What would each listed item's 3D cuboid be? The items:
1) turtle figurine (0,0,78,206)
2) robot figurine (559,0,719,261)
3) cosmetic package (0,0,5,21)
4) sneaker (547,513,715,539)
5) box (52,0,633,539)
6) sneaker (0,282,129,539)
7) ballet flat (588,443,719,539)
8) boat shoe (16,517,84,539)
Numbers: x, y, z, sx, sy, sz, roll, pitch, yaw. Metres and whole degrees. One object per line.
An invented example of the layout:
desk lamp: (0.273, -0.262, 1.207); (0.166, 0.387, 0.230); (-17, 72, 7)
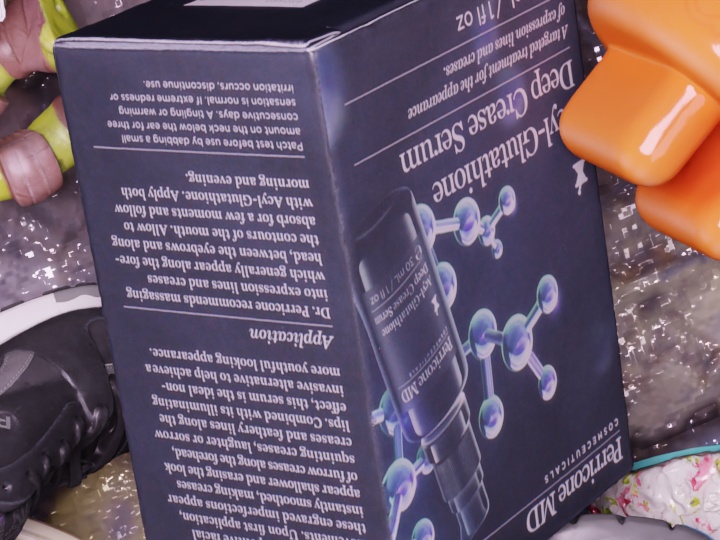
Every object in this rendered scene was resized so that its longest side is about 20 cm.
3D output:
turtle figurine: (-0.149, -0.021, 0.829); (0.161, 0.064, 0.200); (-29, 126, 5)
robot figurine: (0.154, -0.097, 0.798); (0.144, 0.117, 0.200); (39, 89, 17)
cosmetic package: (-0.209, -0.103, 0.764); (0.199, 0.083, 0.051); (-3, 109, -4)
sneaker: (0.035, 0.140, 0.867); (0.199, 0.073, 0.082); (-14, 68, -1)
box: (0.000, 0.000, 0.818); (0.148, 0.107, 0.201); (-32, 119, -49)
sneaker: (-0.122, 0.065, 0.807); (0.199, 0.088, 0.076); (-9, 135, -31)
ballet flat: (0.179, 0.088, 0.903); (0.199, 0.064, 0.076); (-14, 148, 20)
boat shoe: (-0.173, 0.118, 0.836); (0.199, 0.065, 0.072); (10, 133, -4)
